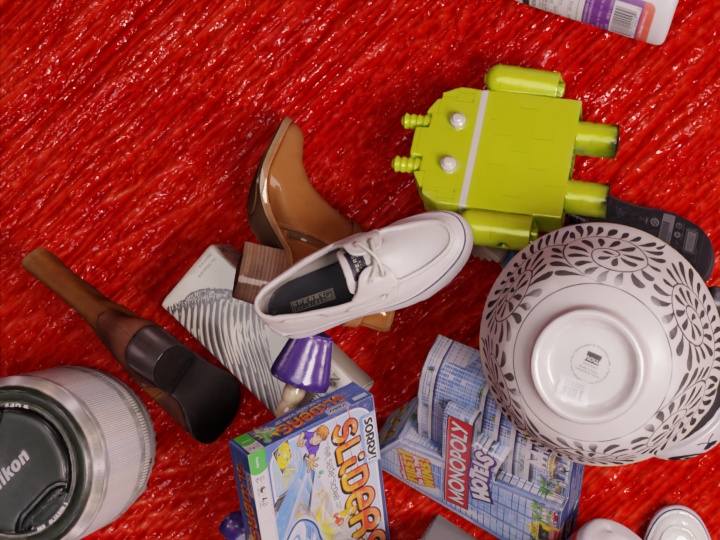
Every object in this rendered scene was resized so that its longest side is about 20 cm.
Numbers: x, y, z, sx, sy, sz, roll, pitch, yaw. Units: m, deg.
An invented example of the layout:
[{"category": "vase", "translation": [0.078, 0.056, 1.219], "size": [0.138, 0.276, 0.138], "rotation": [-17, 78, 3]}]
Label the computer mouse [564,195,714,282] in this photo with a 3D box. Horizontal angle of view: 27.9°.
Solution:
[{"category": "computer mouse", "translation": [0.229, -0.056, 1.335], "size": [0.198, 0.046, 0.142], "rotation": [14, 66, -4]}]

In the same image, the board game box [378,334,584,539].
[{"category": "board game box", "translation": [0.101, 0.157, 1.304], "size": [0.198, 0.201, 0.062], "rotation": [20, 52, 20]}]

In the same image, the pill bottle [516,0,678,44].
[{"category": "pill bottle", "translation": [0.195, -0.285, 1.305], "size": [0.198, 0.111, 0.113], "rotation": [20, 93, 9]}]

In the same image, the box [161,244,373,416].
[{"category": "box", "translation": [-0.087, 0.070, 1.377], "size": [0.200, 0.068, 0.082], "rotation": [42, 97, 8]}]

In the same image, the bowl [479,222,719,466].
[{"category": "bowl", "translation": [0.183, 0.067, 1.142], "size": [0.198, 0.094, 0.203], "rotation": [2, 97, 16]}]

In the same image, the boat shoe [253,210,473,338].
[{"category": "boat shoe", "translation": [0.000, 0.000, 1.247], "size": [0.198, 0.066, 0.073], "rotation": [-19, 75, 13]}]

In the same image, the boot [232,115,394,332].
[{"category": "boot", "translation": [-0.030, -0.042, 1.361], "size": [0.153, 0.077, 0.202], "rotation": [13, 57, -10]}]

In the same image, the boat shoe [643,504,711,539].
[{"category": "boat shoe", "translation": [0.284, 0.317, 1.306], "size": [0.074, 0.086, 0.205], "rotation": [4, 91, 9]}]

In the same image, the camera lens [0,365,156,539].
[{"category": "camera lens", "translation": [-0.286, 0.172, 1.345], "size": [0.158, 0.200, 0.162], "rotation": [0, 91, 9]}]

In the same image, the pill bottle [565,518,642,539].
[{"category": "pill bottle", "translation": [0.175, 0.320, 1.292], "size": [0.112, 0.112, 0.200], "rotation": [47, 118, 6]}]

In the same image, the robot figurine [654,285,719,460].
[{"category": "robot figurine", "translation": [0.250, 0.081, 1.261], "size": [0.149, 0.200, 0.126], "rotation": [-4, 52, 45]}]

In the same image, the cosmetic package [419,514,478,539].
[{"category": "cosmetic package", "translation": [0.065, 0.297, 1.287], "size": [0.090, 0.200, 0.108], "rotation": [31, 98, 10]}]

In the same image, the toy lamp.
[{"category": "toy lamp", "translation": [-0.073, 0.149, 1.315], "size": [0.058, 0.058, 0.202], "rotation": [21, 99, 9]}]

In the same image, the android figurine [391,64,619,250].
[{"category": "android figurine", "translation": [0.128, -0.102, 1.298], "size": [0.198, 0.041, 0.184], "rotation": [10, 66, 12]}]

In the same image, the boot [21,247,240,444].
[{"category": "boot", "translation": [-0.219, 0.074, 1.382], "size": [0.199, 0.188, 0.069], "rotation": [31, 83, 32]}]

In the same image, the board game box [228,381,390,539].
[{"category": "board game box", "translation": [-0.040, 0.216, 1.307], "size": [0.134, 0.034, 0.202], "rotation": [-24, 121, -29]}]

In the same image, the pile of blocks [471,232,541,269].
[{"category": "pile of blocks", "translation": [0.139, -0.007, 1.335], "size": [0.200, 0.082, 0.062], "rotation": [42, 137, 10]}]
